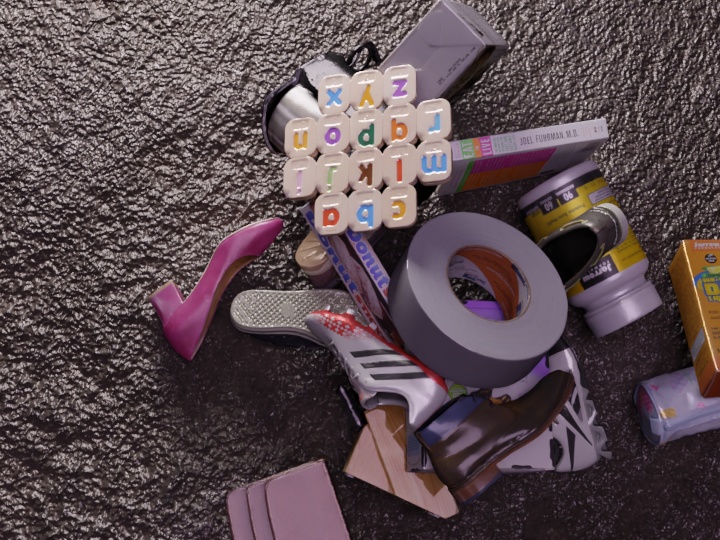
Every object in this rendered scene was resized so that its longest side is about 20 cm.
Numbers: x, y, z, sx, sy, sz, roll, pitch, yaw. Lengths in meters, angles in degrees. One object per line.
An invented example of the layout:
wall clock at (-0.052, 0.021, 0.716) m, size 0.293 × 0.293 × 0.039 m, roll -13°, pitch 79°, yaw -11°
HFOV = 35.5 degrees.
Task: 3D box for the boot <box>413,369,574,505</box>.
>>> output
boot at (0.152, 0.160, 1.269) m, size 0.200 × 0.075 × 0.097 m, roll -43°, pitch 94°, yaw -18°

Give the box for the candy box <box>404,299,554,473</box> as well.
candy box at (0.140, 0.141, 1.348) m, size 0.166 × 0.072 × 0.202 m, roll 3°, pitch 76°, yaw -15°

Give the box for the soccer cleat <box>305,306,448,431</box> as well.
soccer cleat at (0.007, 0.110, 1.286) m, size 0.199 × 0.069 × 0.086 m, roll 28°, pitch 70°, yaw 23°

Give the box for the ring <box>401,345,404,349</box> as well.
ring at (0.130, 0.060, 1.424) m, size 0.198 × 0.019 × 0.203 m, roll 2°, pitch 81°, yaw -15°

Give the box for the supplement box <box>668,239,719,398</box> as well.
supplement box at (0.442, 0.057, 1.400) m, size 0.066 × 0.069 × 0.202 m, roll -2°, pitch 51°, yaw -3°

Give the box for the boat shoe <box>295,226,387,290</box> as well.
boat shoe at (-0.003, -0.054, 1.419) m, size 0.071 × 0.065 × 0.200 m, roll 21°, pitch 56°, yaw 35°

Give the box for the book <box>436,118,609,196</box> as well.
book at (0.198, -0.145, 1.415) m, size 0.198 × 0.134 × 0.049 m, roll -9°, pitch 82°, yaw -7°

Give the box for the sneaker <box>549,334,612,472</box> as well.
sneaker at (0.239, 0.157, 1.403) m, size 0.088 × 0.074 × 0.202 m, roll -20°, pitch 87°, yaw -5°

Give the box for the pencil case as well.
pencil case at (0.447, 0.161, 1.415) m, size 0.198 × 0.091 × 0.084 m, roll -12°, pitch 124°, yaw -5°

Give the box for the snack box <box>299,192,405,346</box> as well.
snack box at (0.000, 0.000, 1.322) m, size 0.024 × 0.072 × 0.201 m, roll -32°, pitch 91°, yaw -26°

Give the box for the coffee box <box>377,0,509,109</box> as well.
coffee box at (0.105, -0.262, 1.377) m, size 0.080 × 0.200 × 0.113 m, roll 46°, pitch 108°, yaw 3°

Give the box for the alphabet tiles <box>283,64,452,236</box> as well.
alphabet tiles at (0.008, -0.136, 1.274) m, size 0.198 × 0.015 × 0.198 m, roll -5°, pitch 71°, yaw 16°

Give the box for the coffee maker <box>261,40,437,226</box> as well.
coffee maker at (0.006, -0.173, 1.369) m, size 0.200 × 0.135 × 0.192 m, roll 41°, pitch 89°, yaw 28°

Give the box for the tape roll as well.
tape roll at (0.133, 0.032, 1.279) m, size 0.198 × 0.066 × 0.202 m, roll 13°, pitch 51°, yaw -16°

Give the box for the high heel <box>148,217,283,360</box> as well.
high heel at (-0.162, 0.020, 1.386) m, size 0.199 × 0.067 × 0.096 m, roll -34°, pitch 76°, yaw -4°

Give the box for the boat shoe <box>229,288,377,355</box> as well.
boat shoe at (-0.061, 0.063, 1.386) m, size 0.198 × 0.062 × 0.075 m, roll 5°, pitch 70°, yaw 6°

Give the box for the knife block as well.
knife block at (0.055, 0.188, 1.387) m, size 0.198 × 0.064 × 0.177 m, roll 25°, pitch 81°, yaw -1°

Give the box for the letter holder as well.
letter holder at (-0.076, 0.342, 1.336) m, size 0.141 × 0.101 × 0.202 m, roll -18°, pitch 84°, yaw -6°

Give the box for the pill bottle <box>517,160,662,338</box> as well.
pill bottle at (0.291, -0.026, 1.416) m, size 0.113 × 0.114 × 0.201 m, roll -27°, pitch 84°, yaw -8°

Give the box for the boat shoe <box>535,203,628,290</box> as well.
boat shoe at (0.234, -0.009, 1.351) m, size 0.060 × 0.202 × 0.072 m, roll -26°, pitch 77°, yaw -44°
